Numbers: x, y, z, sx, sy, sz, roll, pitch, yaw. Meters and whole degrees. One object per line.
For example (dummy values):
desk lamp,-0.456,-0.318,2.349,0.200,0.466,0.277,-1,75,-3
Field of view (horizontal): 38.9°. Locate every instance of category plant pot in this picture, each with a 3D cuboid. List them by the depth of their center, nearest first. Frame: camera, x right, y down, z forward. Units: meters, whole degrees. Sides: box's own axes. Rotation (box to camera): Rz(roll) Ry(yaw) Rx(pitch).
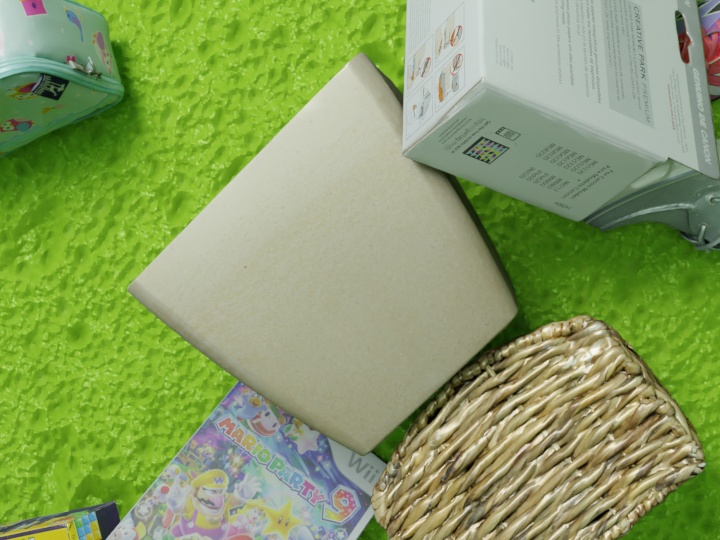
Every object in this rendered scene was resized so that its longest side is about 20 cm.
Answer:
plant pot,0.000,0.000,0.684,0.200,0.200,0.177,-44,89,9

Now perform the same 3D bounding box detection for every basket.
basket,0.114,0.125,0.691,0.200,0.149,0.143,-42,77,10

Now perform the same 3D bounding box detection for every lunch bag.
lunch bag,-0.278,-0.135,0.751,0.197,0.160,0.079,-17,83,16

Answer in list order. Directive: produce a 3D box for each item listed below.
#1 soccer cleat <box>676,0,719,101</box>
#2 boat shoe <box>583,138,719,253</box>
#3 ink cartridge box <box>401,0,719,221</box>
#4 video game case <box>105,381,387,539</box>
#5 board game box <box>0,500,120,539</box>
soccer cleat,0.199,-0.141,0.699,0.197,0.073,0.069,-17,88,11
boat shoe,0.249,-0.050,0.693,0.197,0.070,0.073,-16,85,8
ink cartridge box,0.119,-0.144,0.618,0.173,0.084,0.203,18,59,-25
video game case,-0.082,0.183,0.732,0.142,0.018,0.201,36,62,8
board game box,-0.249,0.277,0.774,0.197,0.056,0.168,-17,86,30
